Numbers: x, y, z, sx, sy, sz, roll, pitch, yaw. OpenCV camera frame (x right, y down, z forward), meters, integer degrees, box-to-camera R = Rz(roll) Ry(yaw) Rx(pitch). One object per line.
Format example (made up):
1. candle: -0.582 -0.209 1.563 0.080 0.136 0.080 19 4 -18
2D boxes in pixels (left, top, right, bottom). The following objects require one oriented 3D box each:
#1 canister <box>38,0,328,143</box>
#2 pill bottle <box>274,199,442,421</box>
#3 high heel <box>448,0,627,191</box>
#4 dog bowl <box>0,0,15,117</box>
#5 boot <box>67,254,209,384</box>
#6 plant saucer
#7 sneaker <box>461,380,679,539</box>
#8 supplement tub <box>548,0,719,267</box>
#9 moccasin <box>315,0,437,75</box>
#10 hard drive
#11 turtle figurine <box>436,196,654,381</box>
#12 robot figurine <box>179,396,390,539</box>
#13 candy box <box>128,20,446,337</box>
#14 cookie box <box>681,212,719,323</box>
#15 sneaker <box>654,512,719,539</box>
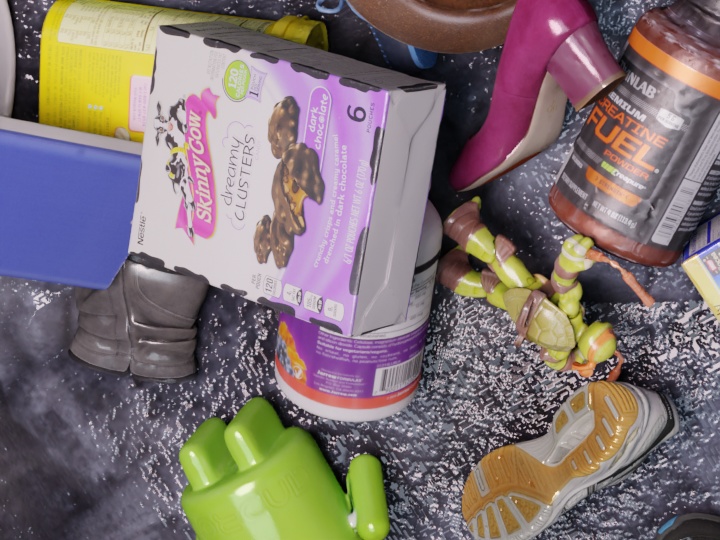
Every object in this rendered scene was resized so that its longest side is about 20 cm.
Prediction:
1. canister: -0.133 -0.123 1.440 0.200 0.087 0.149 9 109 11
2. pill bottle: 0.000 0.000 1.411 0.111 0.111 0.200 13 121 9
3. high heel: 0.106 -0.131 1.376 0.096 0.067 0.200 58 138 6
4. dog bowl: -0.328 -0.134 1.418 0.079 0.200 0.200 8 108 12
5. boot: -0.213 0.012 1.509 0.200 0.070 0.132 21 115 11
6. plant saucer: 0.067 -0.251 1.338 0.200 0.034 0.201 -1 93 -12
7. sneaker: 0.160 0.152 1.461 0.200 0.088 0.076 -40 59 40
8. supplement tub: 0.218 -0.110 1.356 0.107 0.107 0.200 27 109 4
9. moccasin: -0.003 -0.231 1.394 0.068 0.080 0.200 -20 87 22
10. hard drive: -0.244 -0.049 1.372 0.200 0.025 0.132 9 131 -35
11. turtle figurine: 0.127 0.028 1.412 0.161 0.200 0.064 35 67 22
12. robot figurine: -0.062 0.202 1.502 0.175 0.116 0.200 -26 99 19
13. candy box: -0.054 -0.066 1.315 0.200 0.071 0.168 19 109 32
14. cookie box: 0.355 0.004 1.374 0.200 0.075 0.171 -32 98 20
15. sneaker: 0.299 0.265 1.459 0.200 0.082 0.073 46 112 -2
